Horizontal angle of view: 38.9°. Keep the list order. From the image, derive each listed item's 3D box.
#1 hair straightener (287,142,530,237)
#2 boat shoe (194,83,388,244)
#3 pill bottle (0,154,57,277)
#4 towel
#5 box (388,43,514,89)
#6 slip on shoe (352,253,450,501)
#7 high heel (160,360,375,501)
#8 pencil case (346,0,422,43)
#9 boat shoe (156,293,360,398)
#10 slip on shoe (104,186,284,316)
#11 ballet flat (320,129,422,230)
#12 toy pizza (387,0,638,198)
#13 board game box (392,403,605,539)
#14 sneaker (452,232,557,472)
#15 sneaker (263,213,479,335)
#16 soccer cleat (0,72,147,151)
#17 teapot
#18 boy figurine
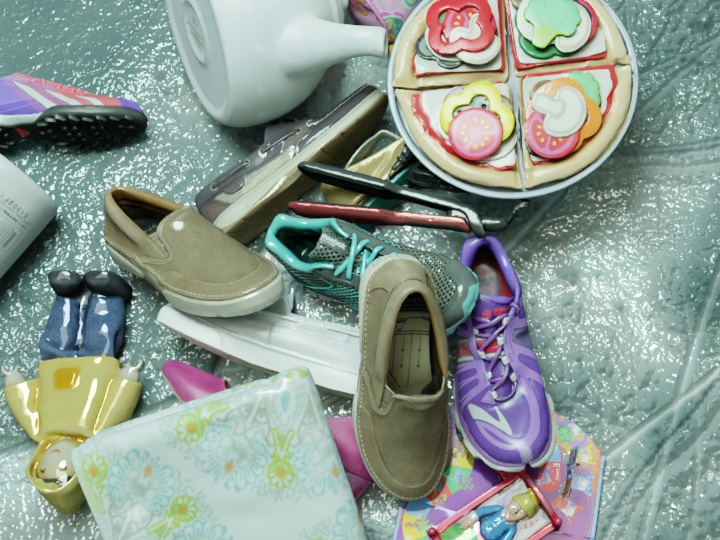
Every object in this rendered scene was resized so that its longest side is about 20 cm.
[{"bbox_3d":[0.041,-0.073,0.836,0.199,0.041,0.077,6,79,18],"label":"hair straightener"},{"bbox_3d":[-0.063,-0.104,0.907,0.200,0.072,0.065,-42,77,-2],"label":"boat shoe"},{"bbox_3d":[-0.371,-0.016,0.889,0.114,0.114,0.200,35,79,16],"label":"pill bottle"},{"bbox_3d":[-0.107,0.184,0.788,0.200,0.048,0.172,-18,97,5],"label":"towel"},{"bbox_3d":[0.127,-0.188,0.892,0.199,0.119,0.042,-12,114,3],"label":"box"},{"bbox_3d":[0.036,0.089,0.760,0.076,0.061,0.201,-5,109,-15],"label":"slip on shoe"},{"bbox_3d":[-0.064,0.111,0.831,0.200,0.067,0.096,35,89,11],"label":"high heel"},{"bbox_3d":[0.073,-0.296,0.949,0.200,0.087,0.087,-39,72,-8],"label":"pencil case"},{"bbox_3d":[-0.069,0.051,0.852,0.200,0.072,0.069,16,78,12],"label":"boat shoe"},{"bbox_3d":[-0.145,-0.020,0.845,0.076,0.061,0.200,-31,38,-33],"label":"slip on shoe"},{"bbox_3d":[0.050,-0.114,0.900,0.200,0.069,0.063,-36,64,-7],"label":"ballet flat"},{"bbox_3d":[0.120,-0.156,0.810,0.200,0.032,0.201,-1,77,5],"label":"toy pizza"},{"bbox_3d":[0.107,0.194,0.802,0.158,0.039,0.201,10,72,10],"label":"board game box"},{"bbox_3d":[0.103,0.061,0.812,0.080,0.083,0.200,-12,61,5],"label":"sneaker"},{"bbox_3d":[0.000,0.000,0.820,0.200,0.091,0.078,13,77,37],"label":"sneaker"},{"bbox_3d":[-0.296,-0.155,0.954,0.199,0.068,0.073,-2,67,8],"label":"soccer cleat"},{"bbox_3d":[-0.082,-0.230,0.904,0.146,0.197,0.200,-20,83,-20],"label":"teapot"},{"bbox_3d":[-0.248,0.102,0.864,0.124,0.064,0.201,3,69,5],"label":"boy figurine"}]
